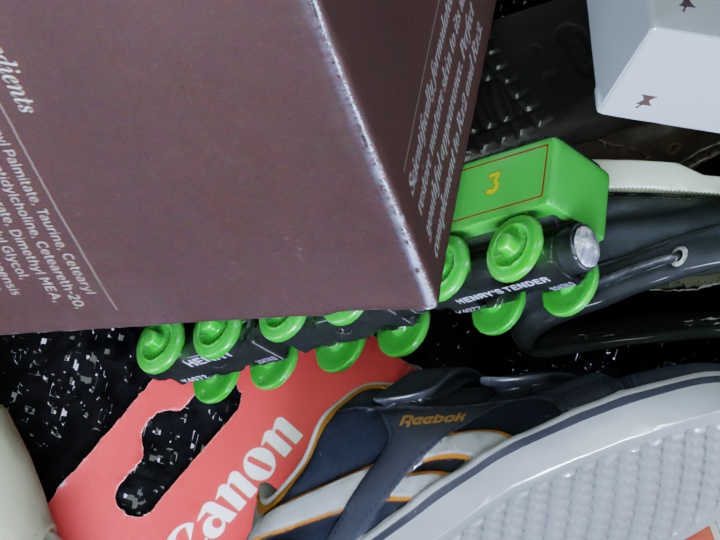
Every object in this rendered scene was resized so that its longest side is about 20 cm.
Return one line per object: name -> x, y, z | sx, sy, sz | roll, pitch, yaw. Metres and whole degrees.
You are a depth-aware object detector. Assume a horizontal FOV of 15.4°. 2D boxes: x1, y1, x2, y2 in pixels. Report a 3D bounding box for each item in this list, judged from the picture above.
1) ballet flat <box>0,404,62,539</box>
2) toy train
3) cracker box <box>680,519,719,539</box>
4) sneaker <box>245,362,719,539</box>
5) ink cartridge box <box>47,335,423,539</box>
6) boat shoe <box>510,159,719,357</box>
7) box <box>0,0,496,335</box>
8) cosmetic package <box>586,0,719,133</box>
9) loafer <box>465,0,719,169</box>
ballet flat -> -0.127, 0.148, 0.931 | 0.069, 0.069, 0.202 | 14, 100, 3
toy train -> 0.000, 0.000, 0.887 | 0.199, 0.042, 0.057 | -15, 57, 40
cracker box -> 0.201, 0.087, 0.900 | 0.199, 0.058, 0.135 | -15, 77, -7
sneaker -> 0.040, 0.064, 0.865 | 0.199, 0.078, 0.080 | -28, 50, 22
ink cartridge box -> -0.009, 0.113, 0.938 | 0.200, 0.050, 0.161 | 41, 90, 1
boat shoe -> 0.140, 0.004, 0.865 | 0.198, 0.075, 0.067 | 3, 66, 6
box -> -0.077, -0.094, 0.834 | 0.198, 0.165, 0.167 | -3, 48, 19
cosmetic package -> 0.170, -0.110, 0.872 | 0.198, 0.052, 0.152 | 8, 58, -16
loafer -> 0.096, -0.063, 0.936 | 0.199, 0.071, 0.073 | -15, 56, -7
